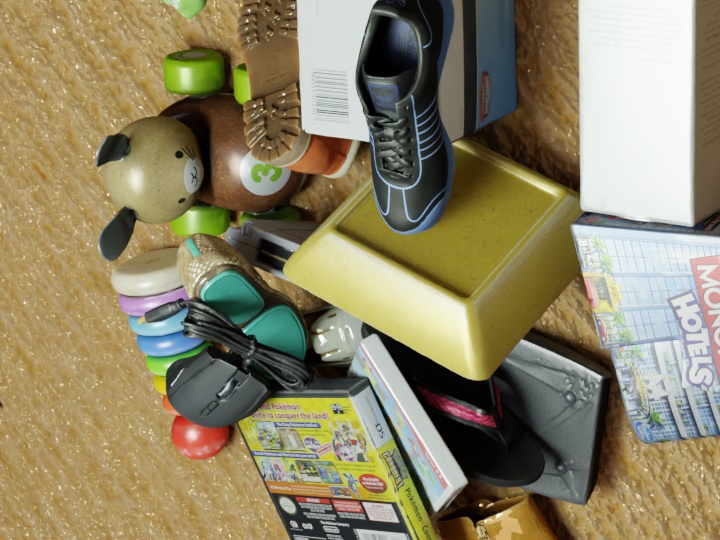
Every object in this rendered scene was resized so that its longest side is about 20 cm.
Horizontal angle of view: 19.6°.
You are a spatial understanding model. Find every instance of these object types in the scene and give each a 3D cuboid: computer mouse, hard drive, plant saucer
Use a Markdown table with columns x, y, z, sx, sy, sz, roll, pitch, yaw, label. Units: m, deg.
| x | y | z | sx | sy | sz | roll | pitch | yaw | label |
| --- | --- | --- | --- | --- | --- | --- | --- | --- | --- |
| -0.139 | 0.085 | 1.756 | 0.140 | 0.046 | 0.200 | 33 | 154 | -20 | computer mouse |
| 0.119 | 0.107 | 1.767 | 0.200 | 0.042 | 0.135 | 19 | 117 | 31 | hard drive |
| 0.071 | -0.033 | 1.652 | 0.200 | 0.200 | 0.048 | 28 | 147 | 25 | plant saucer |

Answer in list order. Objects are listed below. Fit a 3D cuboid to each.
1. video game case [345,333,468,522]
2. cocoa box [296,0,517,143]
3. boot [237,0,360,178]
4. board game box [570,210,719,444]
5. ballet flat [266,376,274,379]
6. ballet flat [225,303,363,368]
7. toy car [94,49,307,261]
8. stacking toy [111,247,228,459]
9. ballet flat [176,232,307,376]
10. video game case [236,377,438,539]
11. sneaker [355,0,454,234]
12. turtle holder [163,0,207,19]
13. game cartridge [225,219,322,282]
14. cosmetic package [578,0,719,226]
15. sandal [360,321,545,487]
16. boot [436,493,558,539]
| x | y | z | sx | sy | sz | roll | pitch | yaw | label |
| --- | --- | --- | --- | --- | --- | --- | --- | --- | --- |
| 0.033 | 0.139 | 1.760 | 0.143 | 0.017 | 0.200 | 58 | 167 | 10 | video game case |
| 0.038 | -0.212 | 1.653 | 0.133 | 0.131 | 0.200 | 9 | 111 | 31 | cocoa box |
| -0.045 | -0.175 | 1.768 | 0.075 | 0.107 | 0.200 | -11 | 72 | 37 | boot |
| 0.284 | 0.036 | 1.596 | 0.200 | 0.062 | 0.200 | -9 | 104 | 31 | board game box |
| -0.020 | 0.158 | 1.875 | 0.200 | 0.070 | 0.067 | 53 | 157 | 4 | ballet flat |
| -0.038 | 0.065 | 1.855 | 0.200 | 0.062 | 0.068 | -16 | 98 | 39 | ballet flat |
| -0.156 | -0.086 | 1.798 | 0.158 | 0.200 | 0.164 | 12 | 113 | 33 | toy car |
| -0.171 | 0.084 | 1.954 | 0.085 | 0.085 | 0.200 | 2 | 112 | 36 | stacking toy |
| -0.099 | 0.024 | 1.762 | 0.070 | 0.200 | 0.065 | -33 | 58 | -2 | ballet flat |
| -0.024 | 0.177 | 1.806 | 0.200 | 0.025 | 0.181 | -5 | 114 | 54 | video game case |
| 0.027 | -0.116 | 1.563 | 0.070 | 0.078 | 0.200 | 10 | 112 | 26 | sneaker |
| -0.111 | -0.292 | 1.715 | 0.185 | 0.141 | 0.132 | -29 | 75 | 14 | turtle holder |
| 0.000 | 0.000 | 1.755 | 0.200 | 0.133 | 0.041 | 22 | 107 | 37 | game cartridge |
| 0.224 | -0.142 | 1.583 | 0.102 | 0.074 | 0.200 | 12 | 115 | 33 | cosmetic package |
| 0.076 | 0.098 | 1.718 | 0.200 | 0.075 | 0.045 | 48 | 139 | 17 | sandal |
| 0.100 | 0.281 | 1.825 | 0.201 | 0.071 | 0.144 | -30 | 92 | 29 | boot |
